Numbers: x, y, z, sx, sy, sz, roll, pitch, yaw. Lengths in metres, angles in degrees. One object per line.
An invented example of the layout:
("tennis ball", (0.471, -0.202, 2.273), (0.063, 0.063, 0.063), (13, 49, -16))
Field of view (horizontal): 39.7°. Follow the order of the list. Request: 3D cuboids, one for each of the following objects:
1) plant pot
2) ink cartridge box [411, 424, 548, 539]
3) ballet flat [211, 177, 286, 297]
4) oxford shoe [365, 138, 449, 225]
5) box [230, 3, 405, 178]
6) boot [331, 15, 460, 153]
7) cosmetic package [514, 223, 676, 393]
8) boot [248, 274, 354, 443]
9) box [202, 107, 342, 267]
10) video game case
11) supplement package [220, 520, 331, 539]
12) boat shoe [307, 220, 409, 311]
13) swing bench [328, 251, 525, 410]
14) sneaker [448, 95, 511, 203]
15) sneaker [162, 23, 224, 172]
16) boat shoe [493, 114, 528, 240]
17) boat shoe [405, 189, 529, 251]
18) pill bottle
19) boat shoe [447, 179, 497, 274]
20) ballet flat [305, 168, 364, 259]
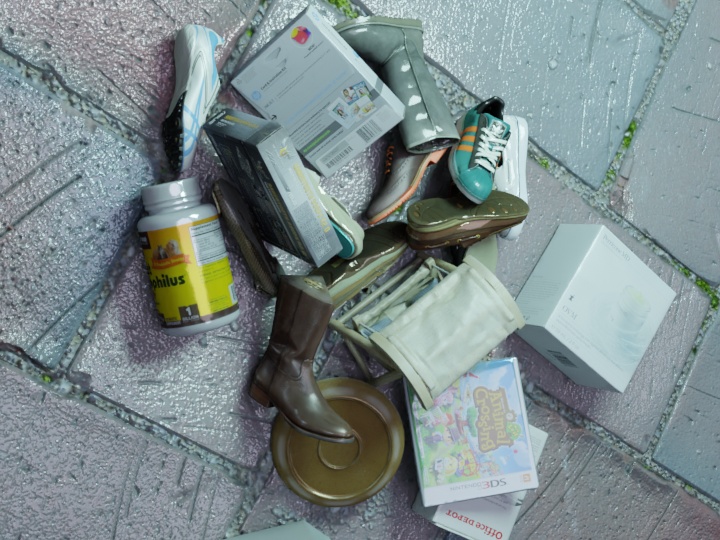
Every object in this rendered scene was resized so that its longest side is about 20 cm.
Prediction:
("plant pot", (-0.032, 0.258, 1.461), (0.198, 0.027, 0.202), (-1, 101, -7))
("ink cartridge box", (0.188, 0.320, 1.579), (0.146, 0.083, 0.201), (28, 80, -23))
("ballet flat", (-0.161, -0.040, 1.392), (0.046, 0.068, 0.201), (-19, 124, 14))
("oxford shoe", (0.057, -0.153, 1.507), (0.072, 0.071, 0.200), (42, 66, -12))
("box", (-0.059, -0.247, 1.403), (0.156, 0.041, 0.200), (-36, 114, 27))
("boot", (0.048, -0.270, 1.465), (0.181, 0.072, 0.202), (-8, 84, -25))
("cosmetic package", (0.379, 0.061, 1.640), (0.199, 0.123, 0.201), (38, 75, -23))
("boot", (-0.060, 0.118, 1.381), (0.064, 0.185, 0.201), (-9, 121, -64))
("box", (-0.119, -0.113, 1.340), (0.048, 0.158, 0.201), (-38, 123, -20))
("video game case", (0.166, 0.244, 1.512), (0.181, 0.022, 0.202), (-8, 83, -5))
("supplement package", (-0.128, 0.460, 1.371), (0.199, 0.191, 0.148), (-7, 96, -25))
("boat shoe", (0.000, 0.000, 1.489), (0.199, 0.072, 0.077), (-32, 131, -22))
("swing bench", (0.094, 0.079, 1.456), (0.199, 0.200, 0.130), (-38, 108, -20))
("sneaker", (0.184, -0.189, 1.498), (0.071, 0.080, 0.201), (28, 43, -22))
("sneaker", (-0.225, -0.232, 1.359), (0.072, 0.072, 0.202), (7, 92, -33))
("boat shoe", (0.223, -0.149, 1.588), (0.065, 0.074, 0.202), (5, 80, -21))
("boat shoe", (0.158, -0.073, 1.494), (0.199, 0.072, 0.068), (-10, 132, -20))
("pill bottle", (-0.235, -0.020, 1.340), (0.109, 0.109, 0.202), (-16, 99, -24))
("boat shoe", (0.172, -0.051, 1.567), (0.073, 0.063, 0.203), (-5, 98, -42))
("ballet flat", (-0.068, -0.101, 1.444), (0.069, 0.069, 0.200), (-45, 98, -17))
